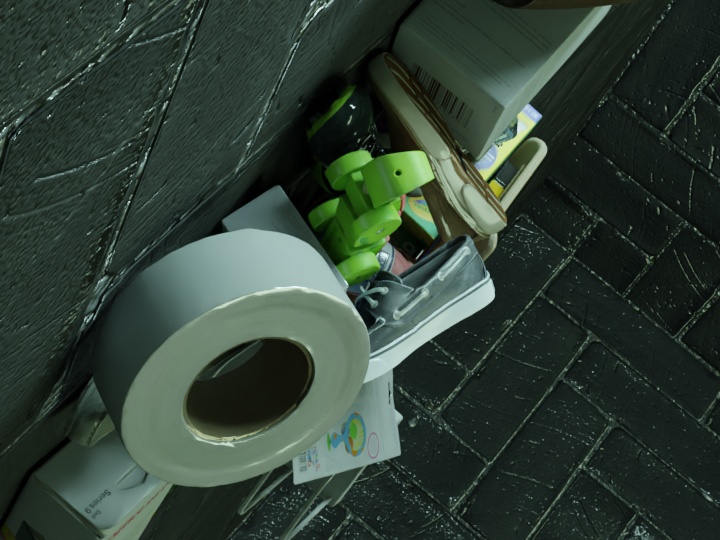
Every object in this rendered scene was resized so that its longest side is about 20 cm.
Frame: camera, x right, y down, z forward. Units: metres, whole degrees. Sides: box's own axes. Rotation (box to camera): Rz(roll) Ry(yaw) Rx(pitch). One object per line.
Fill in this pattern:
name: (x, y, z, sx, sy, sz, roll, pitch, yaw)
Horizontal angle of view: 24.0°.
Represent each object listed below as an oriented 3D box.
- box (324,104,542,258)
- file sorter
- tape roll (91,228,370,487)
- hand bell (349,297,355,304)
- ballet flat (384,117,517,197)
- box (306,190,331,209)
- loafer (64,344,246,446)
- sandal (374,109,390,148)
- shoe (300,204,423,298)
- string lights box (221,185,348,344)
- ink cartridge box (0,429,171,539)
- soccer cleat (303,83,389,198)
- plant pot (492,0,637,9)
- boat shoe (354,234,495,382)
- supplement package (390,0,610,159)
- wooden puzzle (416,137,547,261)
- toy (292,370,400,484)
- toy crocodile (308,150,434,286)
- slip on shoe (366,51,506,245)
box: (0.068, -0.112, 1.631, 0.200, 0.117, 0.048, -49, 180, -16)
file sorter: (-0.094, 0.138, 1.589, 0.124, 0.200, 0.139, -35, 164, -51)
tape roll: (-0.096, 0.068, 1.267, 0.202, 0.071, 0.203, -18, 136, -18)
hand bell: (-0.032, 0.043, 1.710, 0.200, 0.104, 0.104, -41, 180, 35)
ballet flat: (0.062, -0.105, 1.567, 0.200, 0.074, 0.074, -27, 171, -5)
box: (0.015, -0.083, 1.675, 0.200, 0.064, 0.070, -49, 174, -19)
loafer: (-0.161, 0.084, 1.365, 0.200, 0.070, 0.070, -44, 171, -46)
sandal: (0.075, -0.183, 1.559, 0.203, 0.082, 0.050, -54, 135, -41)
shoe: (0.000, 0.000, 1.537, 0.072, 0.091, 0.200, -59, -153, -4)
string lights box: (-0.066, 0.012, 1.432, 0.059, 0.103, 0.200, -33, 169, -12)
ink cartridge box: (-0.246, 0.222, 1.488, 0.145, 0.087, 0.200, -44, 172, -49)
soccer cleat: (-0.002, -0.098, 1.398, 0.068, 0.081, 0.200, -50, 173, -10)
plant pot: (0.177, -0.278, 1.309, 0.200, 0.187, 0.187, -30, 163, -32)
boat shoe: (0.024, 0.033, 1.403, 0.200, 0.068, 0.072, -30, -161, -24)
supplement package: (0.129, -0.218, 1.466, 0.200, 0.117, 0.117, -48, 173, -19)
wooden puzzle: (0.093, -0.031, 1.627, 0.185, 0.037, 0.200, -47, -173, 36)
toy: (-0.029, 0.116, 1.474, 0.047, 0.115, 0.200, -5, 179, 24)
toy crocodile: (0.004, -0.042, 1.363, 0.062, 0.068, 0.200, -18, 161, -21)
slip on shoe: (0.053, -0.097, 1.442, 0.061, 0.200, 0.076, -29, -142, 14)
